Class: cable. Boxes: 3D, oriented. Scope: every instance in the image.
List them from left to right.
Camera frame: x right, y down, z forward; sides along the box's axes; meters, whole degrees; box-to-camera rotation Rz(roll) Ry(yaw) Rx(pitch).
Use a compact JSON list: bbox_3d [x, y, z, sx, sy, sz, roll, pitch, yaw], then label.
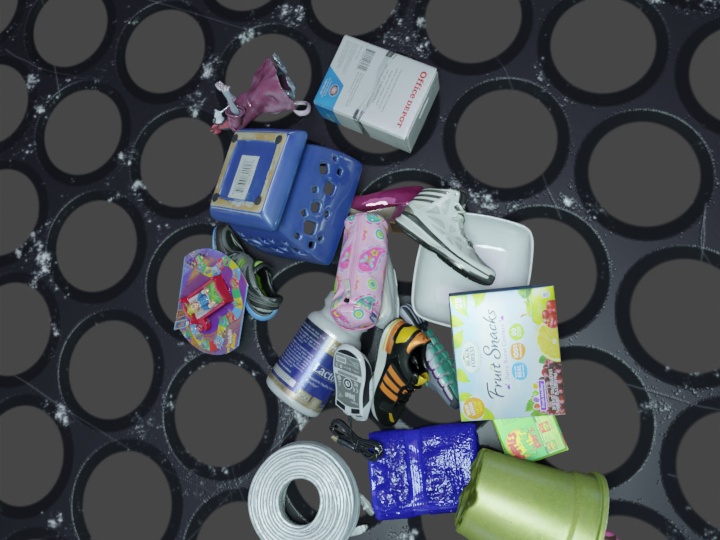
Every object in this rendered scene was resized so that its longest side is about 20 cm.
[{"bbox_3d":[-0.100,0.404,1.090,0.198,0.069,0.202,-34,76,4],"label":"cable"}]

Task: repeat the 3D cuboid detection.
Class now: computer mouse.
[{"bbox_3d":[-0.006,0.215,1.055,0.108,0.044,0.204,16,114,38],"label":"computer mouse"}]

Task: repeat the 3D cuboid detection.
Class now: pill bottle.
[{"bbox_3d":[-0.069,0.145,1.106,0.115,0.116,0.202,33,88,15],"label":"pill bottle"}]

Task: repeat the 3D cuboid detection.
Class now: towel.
[{"bbox_3d":[0.111,0.344,1.069,0.196,0.050,0.151,-9,79,10],"label":"towel"}]

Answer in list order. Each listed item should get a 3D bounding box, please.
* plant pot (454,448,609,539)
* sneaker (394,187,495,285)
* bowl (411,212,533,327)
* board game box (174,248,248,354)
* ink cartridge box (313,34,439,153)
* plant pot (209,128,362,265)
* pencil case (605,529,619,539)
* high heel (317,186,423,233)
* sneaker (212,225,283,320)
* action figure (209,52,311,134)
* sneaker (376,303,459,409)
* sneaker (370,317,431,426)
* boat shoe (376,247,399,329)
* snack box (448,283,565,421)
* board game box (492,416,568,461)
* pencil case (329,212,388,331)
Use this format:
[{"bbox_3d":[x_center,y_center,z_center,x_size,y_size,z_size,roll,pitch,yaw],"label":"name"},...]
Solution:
[{"bbox_3d":[0.248,0.370,0.951,0.181,0.200,0.204,21,85,8],"label":"plant pot"},{"bbox_3d":[0.163,-0.070,1.044,0.200,0.076,0.116,38,90,18],"label":"sneaker"},{"bbox_3d":[0.196,0.007,1.099,0.196,0.075,0.204,11,83,13],"label":"bowl"},{"bbox_3d":[-0.290,0.063,1.163,0.156,0.039,0.204,18,106,24],"label":"board game box"},{"bbox_3d":[0.033,-0.334,1.185,0.197,0.086,0.148,25,86,13],"label":"ink cartridge box"},{"bbox_3d":[-0.142,-0.140,1.105,0.198,0.179,0.204,13,81,38],"label":"plant pot"},{"bbox_3d":[0.410,0.497,0.965,0.200,0.091,0.093,44,53,17],"label":"pencil case"},{"bbox_3d":[0.020,-0.131,1.176,0.197,0.068,0.097,16,63,13],"label":"high heel"},{"bbox_3d":[-0.208,-0.004,1.175,0.082,0.070,0.201,-39,80,28],"label":"sneaker"},{"bbox_3d":[-0.216,-0.330,1.246,0.199,0.135,0.149,-37,118,15],"label":"action figure"},{"bbox_3d":[0.108,0.162,1.104,0.087,0.074,0.202,-37,72,27],"label":"sneaker"},{"bbox_3d":[0.072,0.187,1.050,0.089,0.069,0.204,23,116,39],"label":"sneaker"},{"bbox_3d":[0.036,0.018,1.121,0.071,0.069,0.202,-27,47,16],"label":"boat shoe"},{"bbox_3d":[0.232,0.131,1.004,0.165,0.068,0.204,-5,91,8],"label":"snack box"},{"bbox_3d":[0.264,0.220,1.061,0.100,0.048,0.203,-21,76,7],"label":"board game box"},{"bbox_3d":[0.000,0.000,1.049,0.086,0.088,0.203,2,57,11],"label":"pencil case"}]
